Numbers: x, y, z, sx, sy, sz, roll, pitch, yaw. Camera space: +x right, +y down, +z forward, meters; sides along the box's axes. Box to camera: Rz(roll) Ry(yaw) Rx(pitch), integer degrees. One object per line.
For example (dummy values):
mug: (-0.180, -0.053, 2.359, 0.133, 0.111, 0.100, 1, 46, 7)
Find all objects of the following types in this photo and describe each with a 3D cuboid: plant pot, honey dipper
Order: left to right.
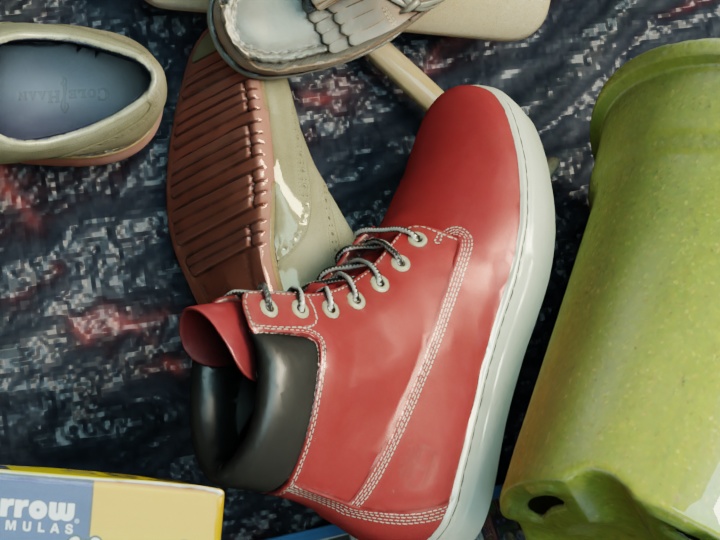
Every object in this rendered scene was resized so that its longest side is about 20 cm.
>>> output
honey dipper: (0.004, -0.101, 0.904, 0.200, 0.038, 0.038, 42, 74, 0)
plant pot: (0.149, 0.042, 0.816, 0.199, 0.200, 0.185, 33, 66, -7)

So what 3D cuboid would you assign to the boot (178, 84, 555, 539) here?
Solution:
boot: (0.000, 0.000, 0.805, 0.144, 0.072, 0.202, 26, 67, -36)

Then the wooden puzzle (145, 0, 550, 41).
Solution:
wooden puzzle: (-0.004, -0.208, 0.886, 0.183, 0.046, 0.202, 4, 75, -11)

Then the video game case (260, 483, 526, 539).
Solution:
video game case: (0.030, 0.173, 0.873, 0.198, 0.018, 0.145, -11, 83, -15)

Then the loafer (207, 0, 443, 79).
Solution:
loafer: (0.029, -0.142, 0.825, 0.199, 0.063, 0.072, -28, 97, -10)

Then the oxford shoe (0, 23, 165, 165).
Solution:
oxford shoe: (-0.176, -0.071, 0.821, 0.198, 0.074, 0.072, -10, 87, -13)

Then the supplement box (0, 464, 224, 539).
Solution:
supplement box: (-0.120, 0.177, 0.779, 0.108, 0.109, 0.202, 6, 85, -13)

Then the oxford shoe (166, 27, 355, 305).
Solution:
oxford shoe: (-0.033, -0.008, 0.870, 0.073, 0.071, 0.202, -3, 82, -38)
